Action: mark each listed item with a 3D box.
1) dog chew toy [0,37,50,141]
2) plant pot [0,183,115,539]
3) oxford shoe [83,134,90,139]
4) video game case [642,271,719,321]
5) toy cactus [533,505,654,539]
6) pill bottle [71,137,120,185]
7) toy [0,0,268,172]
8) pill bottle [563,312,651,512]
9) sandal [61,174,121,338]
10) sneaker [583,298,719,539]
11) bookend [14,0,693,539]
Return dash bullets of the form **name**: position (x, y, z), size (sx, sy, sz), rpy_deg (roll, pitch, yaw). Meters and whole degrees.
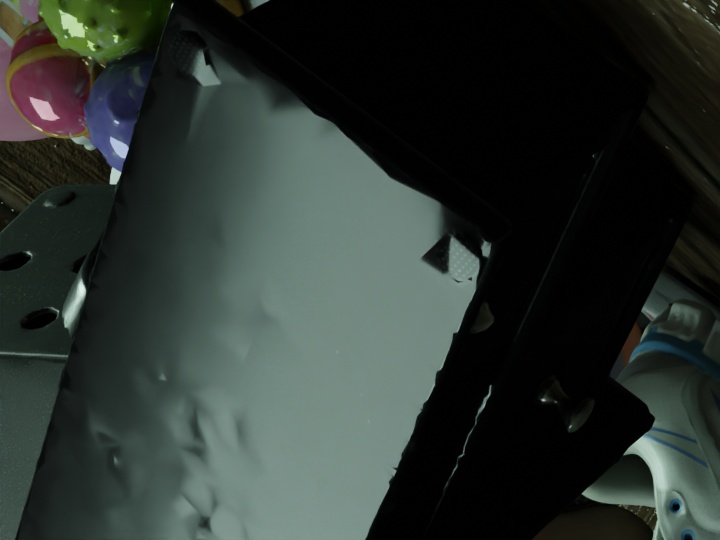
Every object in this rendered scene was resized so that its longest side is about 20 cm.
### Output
- **dog chew toy**: position (-0.150, -0.132, 0.939), size (0.124, 0.125, 0.200), rpy_deg (37, 170, 21)
- **plant pot**: position (-0.092, 0.070, 1.062), size (0.200, 0.200, 0.178), rpy_deg (1, 123, 31)
- **oxford shoe**: position (-0.044, -0.056, 0.812), size (0.200, 0.071, 0.073), rpy_deg (33, -179, 42)
- **video game case**: position (0.191, 0.073, 0.928), size (0.143, 0.017, 0.200), rpy_deg (36, 179, 33)
- **toy cactus**: position (0.132, 0.124, 0.963), size (0.165, 0.103, 0.200), rpy_deg (0, 178, -12)
- **pill bottle**: position (-0.046, -0.045, 1.134), size (0.200, 0.111, 0.111), rpy_deg (38, 179, -15)
- **toy**: position (-0.085, -0.075, 0.733), size (0.200, 0.047, 0.115), rpy_deg (48, 144, 26)
- **pill bottle**: position (0.083, 0.047, 1.002), size (0.106, 0.106, 0.200), rpy_deg (37, 178, 9)
- **sandal**: position (-0.058, -0.001, 0.806), size (0.075, 0.048, 0.200), rpy_deg (27, -157, 2)
- **sneaker**: position (0.145, 0.087, 0.785), size (0.200, 0.087, 0.075), rpy_deg (28, 156, 47)
- **bookend**: position (0.023, -0.002, 0.626), size (0.092, 0.199, 0.200), rpy_deg (37, -137, 17)
